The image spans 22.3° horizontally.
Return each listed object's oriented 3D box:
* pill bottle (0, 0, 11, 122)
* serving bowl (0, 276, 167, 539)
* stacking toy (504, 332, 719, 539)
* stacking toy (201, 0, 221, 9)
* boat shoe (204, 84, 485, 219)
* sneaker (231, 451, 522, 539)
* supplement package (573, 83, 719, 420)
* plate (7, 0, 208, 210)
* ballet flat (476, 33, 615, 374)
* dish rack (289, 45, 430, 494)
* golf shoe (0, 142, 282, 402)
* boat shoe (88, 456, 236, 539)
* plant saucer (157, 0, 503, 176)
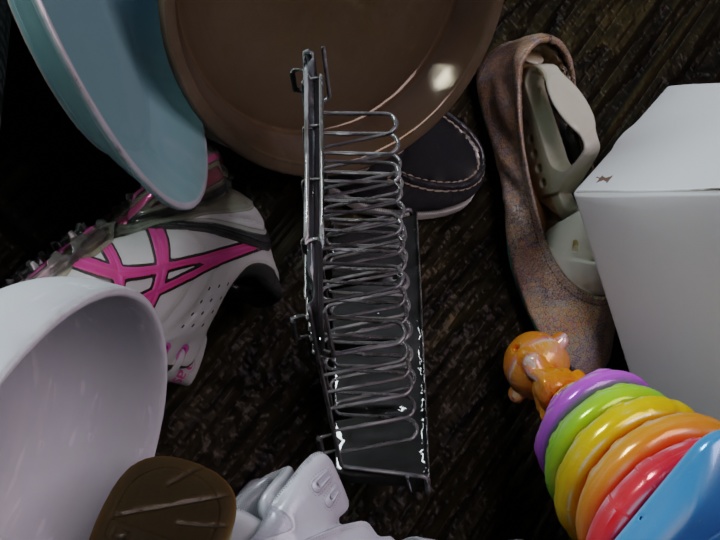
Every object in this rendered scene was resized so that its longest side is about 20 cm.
[{"bbox_3d":[-0.209,-0.104,0.791,0.113,0.114,0.202,15,61,-30],"label":"pill bottle"},{"bbox_3d":[-0.154,0.090,0.721,0.065,0.201,0.201,21,50,16],"label":"serving bowl"},{"bbox_3d":[0.128,0.093,0.929,0.109,0.116,0.200,31,12,-39],"label":"stacking toy"},{"bbox_3d":[-0.027,-0.217,0.917,0.199,0.116,0.110,-29,110,-7],"label":"stacking toy"},{"bbox_3d":[-0.007,-0.084,0.967,0.199,0.060,0.074,23,57,-27],"label":"boat shoe"},{"bbox_3d":[0.008,0.138,0.868,0.199,0.075,0.116,-18,83,-37],"label":"sneaker"},{"bbox_3d":[0.218,0.011,1.005,0.121,0.119,0.201,-45,124,-40],"label":"supplement package"},{"bbox_3d":[-0.120,-0.117,0.801,0.200,0.025,0.202,-22,90,-80],"label":"plate"},{"bbox_3d":[0.114,-0.043,1.034,0.068,0.067,0.201,-7,75,-38],"label":"ballet flat"},{"bbox_3d":[0.000,0.000,0.849,0.054,0.200,0.154,-5,59,3],"label":"dish rack"},{"bbox_3d":[-0.109,0.019,0.838,0.200,0.072,0.092,-38,96,-41],"label":"golf shoe"},{"bbox_3d":[-0.107,0.161,0.726,0.073,0.063,0.201,20,42,5],"label":"boat shoe"},{"bbox_3d":[-0.013,-0.145,0.885,0.199,0.029,0.202,-13,116,-30],"label":"plant saucer"}]
